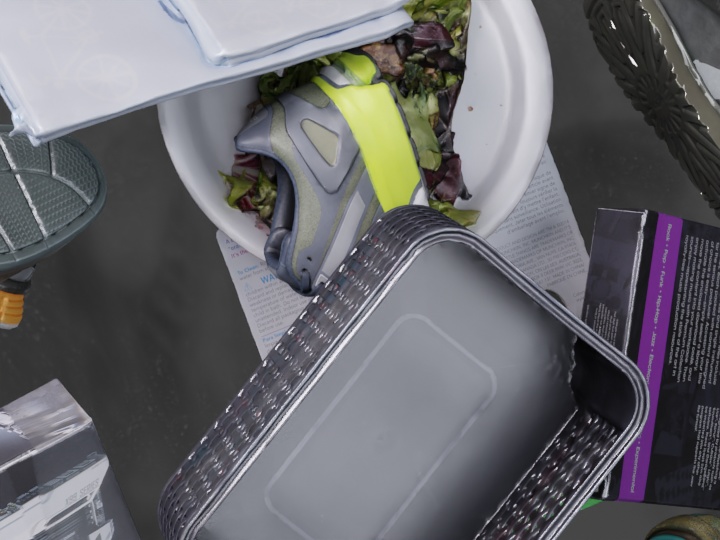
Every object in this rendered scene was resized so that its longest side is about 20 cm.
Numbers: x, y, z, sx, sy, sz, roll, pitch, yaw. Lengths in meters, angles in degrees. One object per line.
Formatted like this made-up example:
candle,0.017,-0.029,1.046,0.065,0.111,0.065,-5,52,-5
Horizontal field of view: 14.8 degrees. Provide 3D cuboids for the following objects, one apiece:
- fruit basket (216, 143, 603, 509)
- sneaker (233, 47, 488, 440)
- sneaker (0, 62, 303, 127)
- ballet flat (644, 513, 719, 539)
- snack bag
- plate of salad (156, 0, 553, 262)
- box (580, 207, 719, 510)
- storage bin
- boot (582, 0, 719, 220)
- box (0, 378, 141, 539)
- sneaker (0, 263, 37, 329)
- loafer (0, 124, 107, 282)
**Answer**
fruit basket,0.041,0.043,1.410,0.185,0.094,0.201,-22,88,-17
sneaker,0.000,0.000,1.315,0.081,0.074,0.201,-23,99,-10
sneaker,-0.119,-0.108,1.327,0.199,0.075,0.085,5,106,-3
ballet flat,0.180,0.227,1.487,0.070,0.071,0.201,-2,99,-20
snack bag,-0.103,-0.150,1.281,0.199,0.189,0.021,-19,144,-22
plate of salad,-0.001,-0.093,1.364,0.199,0.048,0.201,1,82,-9
box,0.178,0.051,1.424,0.200,0.036,0.144,11,86,-49
storage bin,0.017,0.084,1.248,0.135,0.094,0.200,39,89,-12
boot,0.234,-0.132,1.456,0.200,0.073,0.182,-33,92,-18
box,-0.173,0.173,1.320,0.157,0.050,0.201,-28,125,-15
sneaker,-0.231,-0.046,1.295,0.200,0.078,0.077,30,85,-31
loafer,-0.210,-0.012,1.245,0.200,0.063,0.072,-21,76,-33
